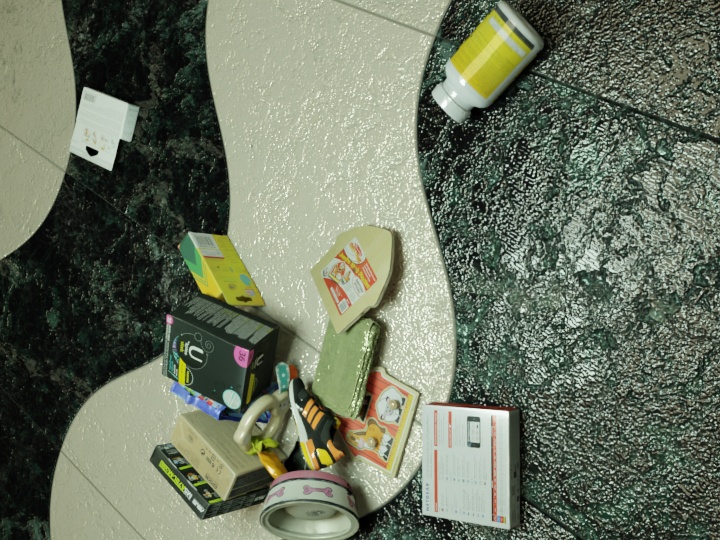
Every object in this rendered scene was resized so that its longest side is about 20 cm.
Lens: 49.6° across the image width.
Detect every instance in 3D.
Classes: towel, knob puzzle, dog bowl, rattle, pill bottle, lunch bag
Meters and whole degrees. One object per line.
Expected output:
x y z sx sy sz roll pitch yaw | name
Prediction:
-0.031 0.185 1.563 0.147 0.036 0.205 16 95 49 | towel
0.011 0.287 1.552 0.215 0.030 0.226 -2 87 35 | knob puzzle
-0.097 0.462 1.530 0.198 0.199 0.075 -27 41 30 | dog bowl
0.000 0.000 1.553 0.216 0.030 0.225 -20 58 35 | knob puzzle
-0.156 0.304 1.597 0.141 0.131 0.201 21 62 46 | rattle
0.221 -0.364 1.386 0.200 0.111 0.113 -46 65 23 | pill bottle
-0.294 0.263 1.659 0.149 0.198 0.096 23 100 32 | lunch bag

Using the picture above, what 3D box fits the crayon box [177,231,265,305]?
-0.307 0.011 1.724 0.051 0.126 0.202 -44 65 24 | crayon box

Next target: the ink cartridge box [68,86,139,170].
-0.673 -0.370 2.042 0.197 0.043 0.178 24 102 32 | ink cartridge box

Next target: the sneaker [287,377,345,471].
-0.086 0.301 1.564 0.088 0.071 0.203 -18 54 0 | sneaker

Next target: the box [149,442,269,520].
-0.322 0.438 1.672 0.192 0.198 0.048 39 106 28 | box

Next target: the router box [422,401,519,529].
0.198 0.346 1.409 0.176 0.048 0.206 -1 87 35 | router box

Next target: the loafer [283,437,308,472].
-0.141 0.420 1.626 0.074 0.069 0.204 27 103 32 | loafer

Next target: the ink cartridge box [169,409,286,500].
-0.283 0.381 1.668 0.199 0.163 0.076 37 111 30 | ink cartridge box

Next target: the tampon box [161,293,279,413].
-0.286 0.165 1.595 0.196 0.126 0.153 21 117 18 | tampon box
